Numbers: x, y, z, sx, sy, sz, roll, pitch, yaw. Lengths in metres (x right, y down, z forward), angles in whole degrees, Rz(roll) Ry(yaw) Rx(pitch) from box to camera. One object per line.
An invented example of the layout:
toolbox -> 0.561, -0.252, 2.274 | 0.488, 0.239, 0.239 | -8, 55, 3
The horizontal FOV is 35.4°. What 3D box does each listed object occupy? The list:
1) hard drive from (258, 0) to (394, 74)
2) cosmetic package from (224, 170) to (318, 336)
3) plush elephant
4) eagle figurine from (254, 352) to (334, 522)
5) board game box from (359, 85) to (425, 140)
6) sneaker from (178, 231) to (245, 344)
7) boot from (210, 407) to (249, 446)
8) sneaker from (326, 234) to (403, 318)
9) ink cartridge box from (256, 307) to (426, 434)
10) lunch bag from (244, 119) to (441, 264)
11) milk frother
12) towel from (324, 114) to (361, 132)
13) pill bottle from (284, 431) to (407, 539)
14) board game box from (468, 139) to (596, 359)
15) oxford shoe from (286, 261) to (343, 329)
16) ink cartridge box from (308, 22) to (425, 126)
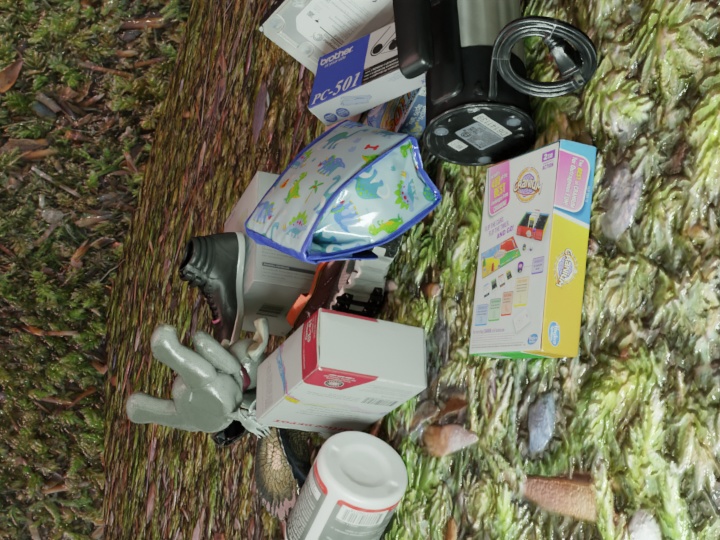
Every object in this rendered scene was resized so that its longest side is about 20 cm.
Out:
hard drive -> -0.025, -0.363, 1.548 | 0.200, 0.140, 0.038 | -40, 30, 27
cosmetic package -> -0.147, -0.025, 1.856 | 0.199, 0.123, 0.200 | 132, 143, -56
plush elephant -> -0.190, 0.136, 1.526 | 0.155, 0.200, 0.165 | -61, -9, -58
eagle figurine -> -0.084, 0.219, 1.537 | 0.151, 0.152, 0.200 | 4, 48, 37
board game box -> 0.050, -0.214, 1.522 | 0.135, 0.034, 0.200 | -99, 27, -42
sneaker -> -0.235, 0.036, 1.755 | 0.071, 0.099, 0.200 | 170, 102, -65
boot -> -0.155, 0.207, 1.696 | 0.069, 0.174, 0.200 | 54, 148, 4
sneaker -> 0.000, 0.000, 1.528 | 0.091, 0.066, 0.200 | -113, 41, -61
ink cartridge box -> -0.028, 0.131, 1.397 | 0.200, 0.148, 0.086 | -41, 44, 53
lunch bag -> -0.030, -0.084, 1.400 | 0.170, 0.200, 0.128 | 21, 142, 58
milk frother -> 0.147, -0.240, 1.165 | 0.200, 0.181, 0.188 | -12, 62, 22
towel -> -0.016, -0.264, 1.676 | 0.200, 0.032, 0.191 | 120, 164, -46
pill bottle -> -0.027, 0.303, 1.387 | 0.114, 0.114, 0.200 | -104, 30, -48
board game box -> 0.166, -0.015, 1.106 | 0.153, 0.040, 0.200 | 168, 110, -69
oxford shoe -> -0.030, 0.028, 1.621 | 0.073, 0.071, 0.200 | 49, 128, 21
ink cartridge box -> 0.028, -0.262, 1.440 | 0.200, 0.044, 0.094 | -17, 49, 36
